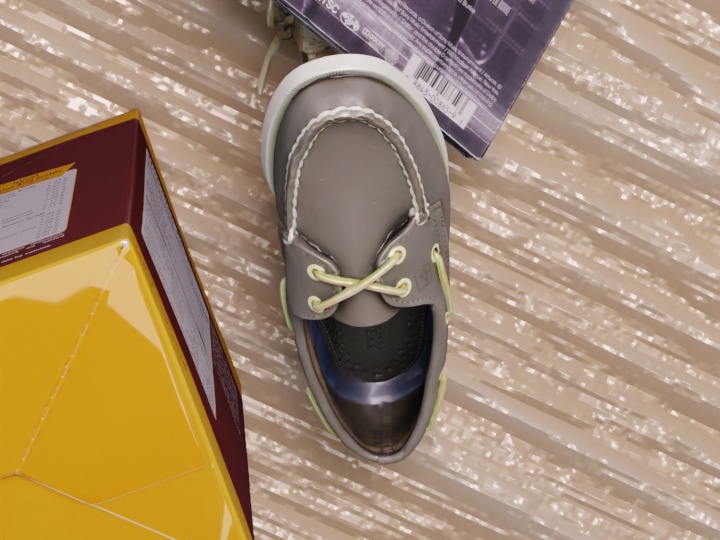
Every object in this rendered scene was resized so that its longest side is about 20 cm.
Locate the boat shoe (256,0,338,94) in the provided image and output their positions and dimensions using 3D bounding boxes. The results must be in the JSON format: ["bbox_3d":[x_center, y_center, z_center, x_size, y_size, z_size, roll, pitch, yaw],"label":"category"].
[{"bbox_3d":[-0.005,-0.134,0.895,0.062,0.073,0.201,12,95,-1],"label":"boat shoe"}]

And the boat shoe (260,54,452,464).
[{"bbox_3d":[0.003,0.000,0.881,0.072,0.061,0.202,-7,142,1],"label":"boat shoe"}]

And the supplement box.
[{"bbox_3d":[-0.155,0.051,0.864,0.196,0.200,0.134,-19,107,2],"label":"supplement box"}]

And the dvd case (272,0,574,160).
[{"bbox_3d":[0.044,-0.166,0.856,0.148,0.016,0.201,36,80,-33],"label":"dvd case"}]
